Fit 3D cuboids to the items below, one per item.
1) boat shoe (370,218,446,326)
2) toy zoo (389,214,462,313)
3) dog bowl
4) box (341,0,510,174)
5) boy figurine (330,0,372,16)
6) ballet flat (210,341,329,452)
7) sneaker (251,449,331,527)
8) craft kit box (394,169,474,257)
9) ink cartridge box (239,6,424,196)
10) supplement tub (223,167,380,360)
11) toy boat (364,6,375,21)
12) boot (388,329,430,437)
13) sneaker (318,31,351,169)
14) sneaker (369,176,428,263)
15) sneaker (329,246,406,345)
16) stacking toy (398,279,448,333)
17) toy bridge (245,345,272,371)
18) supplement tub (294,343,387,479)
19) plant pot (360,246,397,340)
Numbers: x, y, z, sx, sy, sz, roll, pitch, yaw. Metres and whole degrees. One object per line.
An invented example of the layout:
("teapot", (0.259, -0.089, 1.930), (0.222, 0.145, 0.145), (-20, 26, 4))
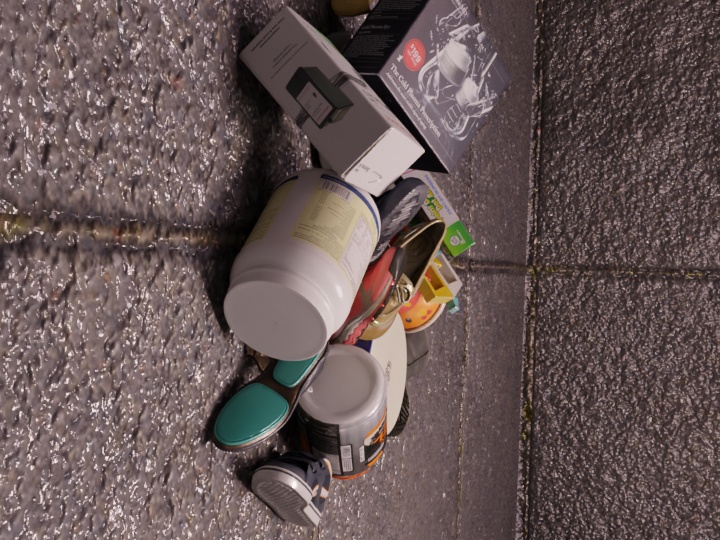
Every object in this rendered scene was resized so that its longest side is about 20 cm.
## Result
("boat shoe", (0.060, -0.003, 1.255), (0.073, 0.063, 0.201), (46, 50, -5))
("toy zoo", (0.095, -0.022, 1.379), (0.201, 0.020, 0.131), (58, 24, 8))
("dog bowl", (0.007, 0.154, 1.365), (0.200, 0.078, 0.201), (3, 90, -71))
("box", (0.085, -0.267, 1.207), (0.200, 0.104, 0.183), (47, 68, -40))
("boy figurine", (0.002, -0.449, 1.309), (0.125, 0.064, 0.201), (77, 22, -46))
("ballet flat", (-0.102, 0.150, 1.042), (0.200, 0.073, 0.073), (-49, 140, -37))
("sneaker", (-0.085, 0.261, 1.116), (0.200, 0.078, 0.080), (80, 25, -61))
("craft kit box", (0.099, -0.119, 1.411), (0.198, 0.048, 0.200), (54, 1, -4))
("ink cartridge box", (-0.029, -0.195, 1.045), (0.200, 0.084, 0.146), (51, 13, 14))
("supplement tub", (-0.067, -0.009, 1.032), (0.200, 0.144, 0.146), (-67, 152, -45))
("toy boat", (0.030, -0.302, 1.324), (0.130, 0.131, 0.201), (1, 109, -38))
("boot", (0.077, 0.193, 1.608), (0.200, 0.072, 0.183), (-14, 108, -77))
("sneaker", (-0.033, -0.231, 1.245), (0.080, 0.070, 0.202), (-75, 166, -76))
("sneaker", (0.013, -0.076, 1.151), (0.070, 0.200, 0.082), (-19, 71, -39))
("sneaker", (-0.015, 0.033, 1.140), (0.200, 0.087, 0.074), (-54, -175, 38))
("stacking toy", (0.037, 0.014, 1.419), (0.200, 0.146, 0.147), (21, 71, -50))
("toy bridge", (-0.094, 0.114, 1.144), (0.200, 0.027, 0.068), (29, 67, -69))
("supplement tub", (-0.024, 0.196, 1.181), (0.200, 0.122, 0.123), (87, 15, -55))
("plant pot", (0.000, 0.000, 1.278), (0.200, 0.027, 0.201), (31, 49, -42))
